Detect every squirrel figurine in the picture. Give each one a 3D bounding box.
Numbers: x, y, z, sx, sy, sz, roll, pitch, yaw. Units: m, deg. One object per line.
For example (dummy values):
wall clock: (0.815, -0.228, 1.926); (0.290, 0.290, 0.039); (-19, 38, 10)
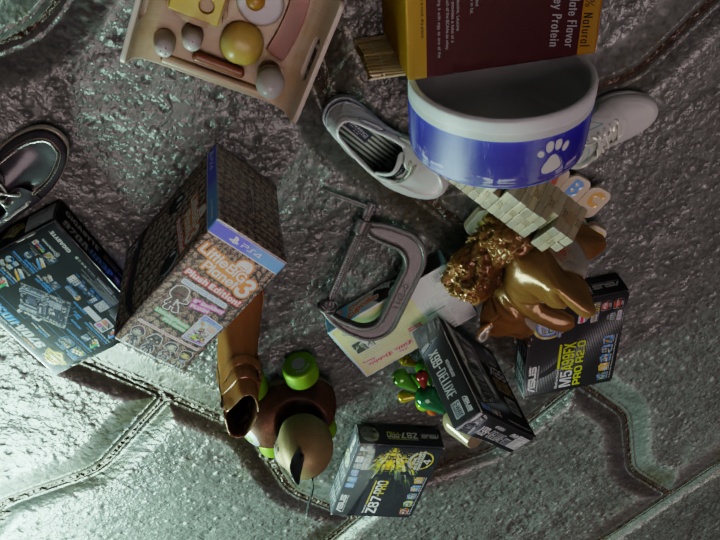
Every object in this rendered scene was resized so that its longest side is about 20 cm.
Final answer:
squirrel figurine: (0.205, 0.014, 0.965); (0.197, 0.143, 0.187); (26, 142, -12)

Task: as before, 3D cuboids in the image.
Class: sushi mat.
sushi mat: (0.095, -0.241, 0.764); (0.195, 0.097, 0.012); (-9, 131, -5)

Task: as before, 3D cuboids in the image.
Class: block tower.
block tower: (0.175, -0.103, 0.856); (0.199, 0.058, 0.054); (37, 153, -5)

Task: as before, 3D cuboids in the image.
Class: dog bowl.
dog bowl: (0.148, -0.177, 0.759); (0.195, 0.202, 0.080); (-9, 132, -5)

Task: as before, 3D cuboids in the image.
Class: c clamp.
c clamp: (0.000, 0.000, 0.959); (0.167, 0.027, 0.203); (13, 112, -13)

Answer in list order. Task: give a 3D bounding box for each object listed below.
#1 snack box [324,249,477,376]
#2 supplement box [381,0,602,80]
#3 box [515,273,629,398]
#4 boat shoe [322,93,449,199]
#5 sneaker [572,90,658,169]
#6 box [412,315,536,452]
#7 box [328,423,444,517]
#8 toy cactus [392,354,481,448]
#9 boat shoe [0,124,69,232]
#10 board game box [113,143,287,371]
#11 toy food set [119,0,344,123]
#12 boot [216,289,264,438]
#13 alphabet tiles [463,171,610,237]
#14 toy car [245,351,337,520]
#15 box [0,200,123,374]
snack box: (0.060, 0.067, 1.035); (0.198, 0.037, 0.117); (-31, 126, 11)
supplement box: (0.124, -0.318, 0.687); (0.195, 0.134, 0.200); (-9, 129, -5)
box: (0.331, 0.108, 1.124); (0.157, 0.045, 0.203); (-10, 129, -5)
boat shoe: (0.034, -0.132, 0.855); (0.198, 0.067, 0.074); (26, 119, -29)
sneaker: (0.283, -0.163, 0.880); (0.196, 0.081, 0.071); (-18, 128, 0)
box: (0.167, 0.170, 1.031); (0.049, 0.160, 0.199); (-35, 142, 18)
box: (0.043, 0.358, 1.251); (0.158, 0.050, 0.203); (9, 125, -15)
toy cactus: (0.136, 0.203, 1.087); (0.102, 0.165, 0.200); (-45, 131, -2)
boat shoe: (-0.403, -0.082, 0.797); (0.199, 0.063, 0.073); (-37, 126, 16)
board game box: (-0.190, -0.015, 0.836); (0.096, 0.161, 0.200); (33, 114, -32)
toy food set: (-0.133, -0.248, 0.730); (0.196, 0.061, 0.145); (14, 123, -23)
boot: (-0.164, 0.105, 0.937); (0.075, 0.157, 0.203); (4, 127, -15)
alphabet tiles: (0.244, -0.056, 0.980); (0.197, 0.015, 0.196); (21, 127, -25)
toy car: (-0.102, 0.256, 1.040); (0.154, 0.202, 0.166); (-15, 130, 0)
box: (-0.385, 0.029, 0.899); (0.157, 0.046, 0.201); (-25, 129, 8)
